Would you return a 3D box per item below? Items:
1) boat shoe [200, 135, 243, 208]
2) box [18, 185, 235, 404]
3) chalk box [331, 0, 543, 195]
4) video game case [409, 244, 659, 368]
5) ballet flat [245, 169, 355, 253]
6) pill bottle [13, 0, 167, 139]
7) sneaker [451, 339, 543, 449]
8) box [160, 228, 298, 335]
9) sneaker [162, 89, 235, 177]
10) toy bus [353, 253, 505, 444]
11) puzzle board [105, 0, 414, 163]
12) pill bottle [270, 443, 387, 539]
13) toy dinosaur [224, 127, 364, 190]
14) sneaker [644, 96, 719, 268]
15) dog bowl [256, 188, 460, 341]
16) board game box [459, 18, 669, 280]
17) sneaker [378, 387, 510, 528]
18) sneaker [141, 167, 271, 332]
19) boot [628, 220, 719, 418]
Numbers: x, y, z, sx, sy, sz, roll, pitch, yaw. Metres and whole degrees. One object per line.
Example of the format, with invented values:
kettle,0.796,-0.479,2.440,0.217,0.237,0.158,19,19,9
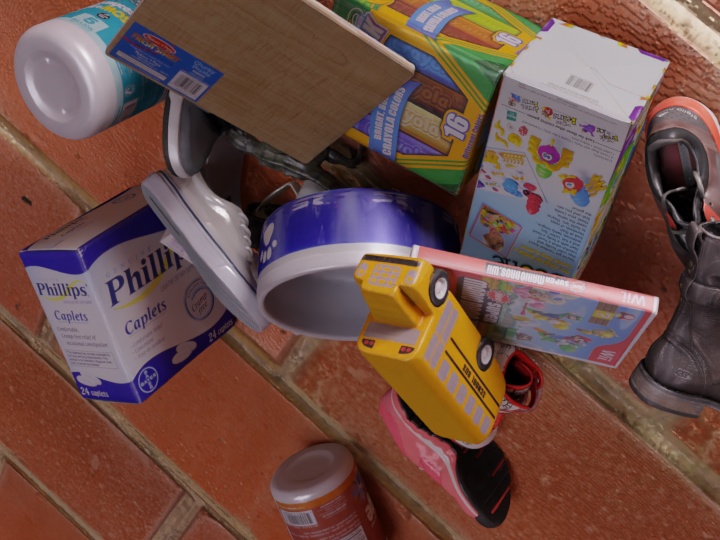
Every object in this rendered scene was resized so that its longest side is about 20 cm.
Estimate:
boat shoe,-0.175,-0.098,1.034,0.070,0.071,0.201,19,133,20
box,-0.268,0.024,1.090,0.105,0.184,0.201,0,118,35
chalk box,0.040,-0.182,0.798,0.200,0.125,0.124,30,130,13
video game case,0.139,0.034,0.792,0.199,0.018,0.143,12,157,7
ballet flat,-0.054,-0.064,0.975,0.199,0.068,0.069,-12,102,37
pill bottle,-0.233,-0.213,0.909,0.110,0.200,0.111,16,125,24
sneaker,0.134,0.133,0.927,0.108,0.067,0.202,14,146,35
box,-0.130,0.003,1.029,0.200,0.039,0.041,36,145,-23
sneaker,-0.108,-0.176,0.882,0.120,0.201,0.084,10,164,16
toy bus,0.057,0.067,0.776,0.065,0.078,0.200,9,152,36
puzzle board,-0.079,-0.169,0.726,0.200,0.017,0.151,26,141,-29
pill bottle,-0.030,0.332,1.171,0.112,0.112,0.201,-6,114,36
toy dinosaur,-0.048,-0.110,0.922,0.200,0.088,0.048,26,118,22
sneaker,0.277,-0.039,0.755,0.077,0.082,0.200,-18,107,39
dog bowl,0.000,0.000,0.892,0.199,0.079,0.200,0,157,0
board game box,0.164,-0.086,0.767,0.105,0.103,0.200,26,138,16
sneaker,0.095,0.208,1.052,0.200,0.074,0.087,53,146,0
sneaker,-0.142,-0.031,0.942,0.200,0.071,0.073,54,160,2
boot,0.325,0.041,0.739,0.199,0.069,0.175,6,122,-18
